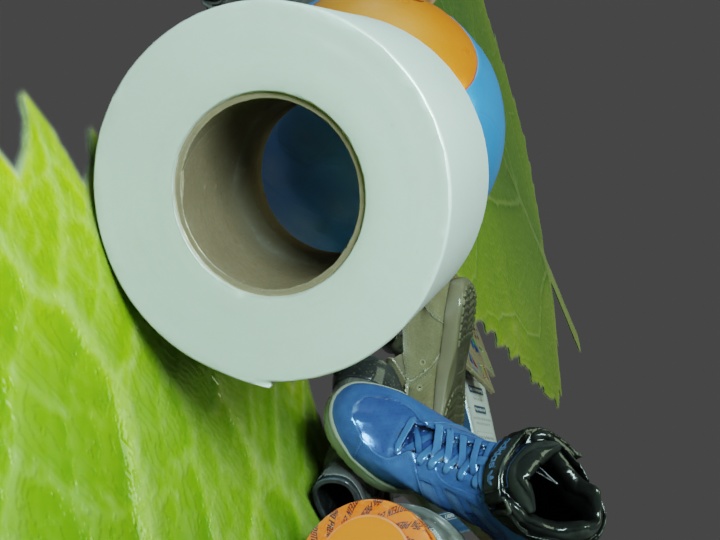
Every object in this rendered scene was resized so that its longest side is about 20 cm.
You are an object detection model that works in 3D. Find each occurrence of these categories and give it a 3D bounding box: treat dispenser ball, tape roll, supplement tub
[{"bbox_3d":[0.007,-0.104,0.830,0.201,0.199,0.203,-16,90,-74],"label":"treat dispenser ball"},{"bbox_3d":[-0.033,-0.050,0.652,0.139,0.201,0.204,-35,109,-72],"label":"tape roll"},{"bbox_3d":[0.038,0.235,0.766,0.200,0.122,0.123,53,26,-52],"label":"supplement tub"}]

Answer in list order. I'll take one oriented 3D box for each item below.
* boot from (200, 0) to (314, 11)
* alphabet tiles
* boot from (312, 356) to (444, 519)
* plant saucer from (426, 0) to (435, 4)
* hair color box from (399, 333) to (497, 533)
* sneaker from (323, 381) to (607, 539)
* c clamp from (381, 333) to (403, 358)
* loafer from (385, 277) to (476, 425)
[{"bbox_3d":[-0.097,-0.248,0.796,0.069,0.198,0.175,-121,-148,-48],"label":"boot"},{"bbox_3d":[0.086,0.023,1.137,0.166,0.006,0.201,44,23,-53],"label":"alphabet tiles"},{"bbox_3d":[0.018,0.174,0.880,0.200,0.069,0.132,53,35,-39],"label":"boot"},{"bbox_3d":[-0.016,-0.284,0.917,0.038,0.199,0.201,-71,142,-53],"label":"plant saucer"},{"bbox_3d":[0.096,0.160,1.135,0.100,0.060,0.202,27,49,-69],"label":"hair color box"},{"bbox_3d":[0.075,0.127,0.761,0.199,0.111,0.077,37,57,-2],"label":"sneaker"},{"bbox_3d":[0.005,0.021,1.021,0.200,0.027,0.172,52,28,-54],"label":"c clamp"},{"bbox_3d":[0.058,0.102,1.012,0.076,0.067,0.202,7,93,-68],"label":"loafer"}]
